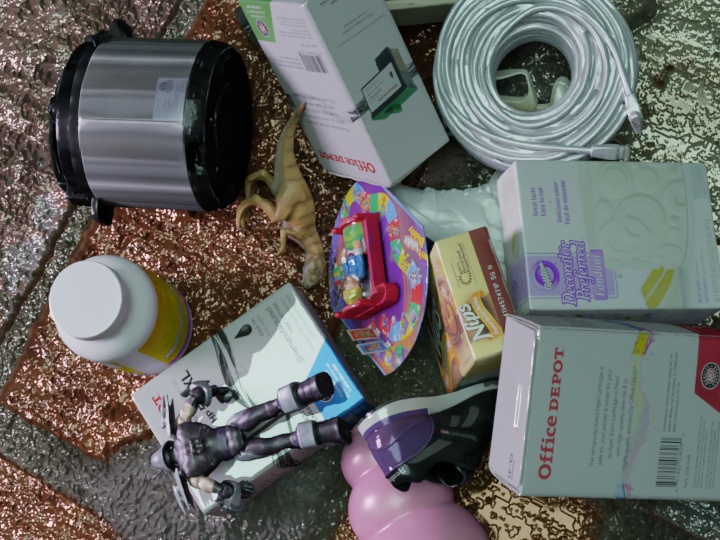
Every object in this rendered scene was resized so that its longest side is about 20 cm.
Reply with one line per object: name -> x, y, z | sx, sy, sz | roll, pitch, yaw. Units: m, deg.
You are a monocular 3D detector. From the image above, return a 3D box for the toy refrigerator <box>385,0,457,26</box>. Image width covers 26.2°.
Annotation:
toy refrigerator -> 0.075, -0.296, 1.560 | 0.198, 0.070, 0.077 | -9, 83, -19

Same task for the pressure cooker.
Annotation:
pressure cooker -> -0.222, -0.152, 1.571 | 0.197, 0.180, 0.177 | 3, 39, 13

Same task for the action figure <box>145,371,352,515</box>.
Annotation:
action figure -> -0.114, 0.161, 1.476 | 0.198, 0.069, 0.132 | -17, 87, 10

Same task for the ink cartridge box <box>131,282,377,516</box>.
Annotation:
ink cartridge box -> -0.106, 0.132, 1.554 | 0.199, 0.084, 0.147 | -36, 77, 2

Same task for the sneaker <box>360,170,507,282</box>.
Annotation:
sneaker -> 0.108, -0.069, 1.563 | 0.198, 0.074, 0.116 | 29, 84, 3

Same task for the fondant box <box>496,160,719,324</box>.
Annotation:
fondant box -> 0.235, -0.025, 1.457 | 0.197, 0.058, 0.146 | -1, 74, -13

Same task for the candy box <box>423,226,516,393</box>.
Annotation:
candy box -> 0.101, 0.043, 1.473 | 0.055, 0.200, 0.117 | -16, 78, -7

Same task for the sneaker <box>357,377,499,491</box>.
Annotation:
sneaker -> 0.091, 0.165, 1.477 | 0.198, 0.076, 0.088 | -9, 63, -37

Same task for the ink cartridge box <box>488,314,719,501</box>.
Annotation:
ink cartridge box -> 0.223, 0.119, 1.352 | 0.197, 0.086, 0.150 | 5, 95, -15

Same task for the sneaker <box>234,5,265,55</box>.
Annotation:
sneaker -> -0.038, -0.236, 1.621 | 0.106, 0.075, 0.200 | -44, 74, 11

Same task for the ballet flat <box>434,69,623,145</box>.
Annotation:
ballet flat -> 0.171, -0.164, 1.562 | 0.197, 0.068, 0.076 | 9, 106, 13

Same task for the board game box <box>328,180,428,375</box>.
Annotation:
board game box -> 0.000, 0.000, 1.508 | 0.200, 0.039, 0.160 | 49, 131, 50

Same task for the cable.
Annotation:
cable -> 0.170, -0.192, 1.502 | 0.197, 0.069, 0.203 | -5, 83, 8

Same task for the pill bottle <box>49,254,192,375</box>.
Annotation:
pill bottle -> -0.239, 0.043, 1.533 | 0.103, 0.200, 0.106 | -2, 80, 9

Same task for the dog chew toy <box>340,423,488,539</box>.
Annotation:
dog chew toy -> 0.045, 0.237, 1.498 | 0.124, 0.125, 0.202 | -28, 69, 4

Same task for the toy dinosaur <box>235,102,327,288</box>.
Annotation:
toy dinosaur -> -0.075, -0.083, 1.585 | 0.105, 0.060, 0.202 | -2, 115, 23

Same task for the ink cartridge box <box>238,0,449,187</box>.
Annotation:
ink cartridge box -> -0.016, -0.193, 1.496 | 0.084, 0.146, 0.201 | -37, 117, -19
